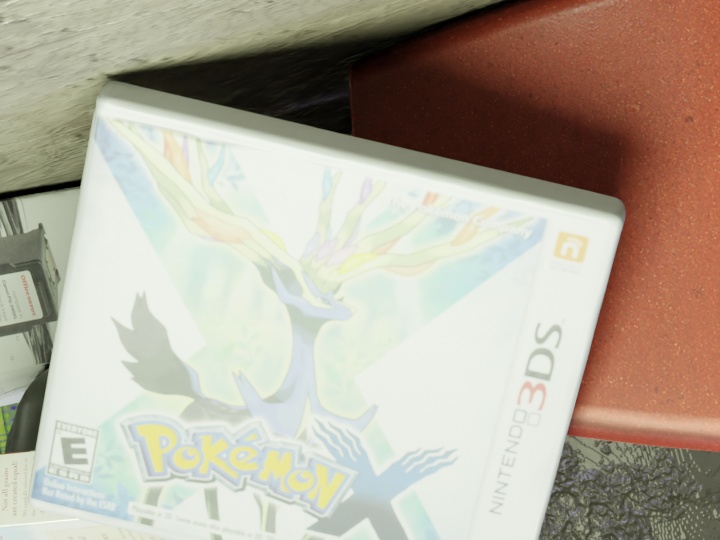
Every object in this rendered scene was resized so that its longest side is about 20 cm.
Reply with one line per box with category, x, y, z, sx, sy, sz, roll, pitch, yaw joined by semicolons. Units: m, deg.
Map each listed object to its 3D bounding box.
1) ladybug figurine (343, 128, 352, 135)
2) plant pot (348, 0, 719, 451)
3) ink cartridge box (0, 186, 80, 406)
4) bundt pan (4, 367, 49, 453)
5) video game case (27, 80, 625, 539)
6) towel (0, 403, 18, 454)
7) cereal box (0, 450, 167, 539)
ladybug figurine;0.033;-0.022;1.382;0.200;0.136;0.072;-23;-153;-10
plant pot;0.091;-0.019;1.239;0.176;0.200;0.200;-4;176;7
ink cartridge box;-0.200;0.024;1.372;0.200;0.084;0.145;-12;174;-40
bundt pan;-0.067;0.080;1.332;0.201;0.076;0.202;-3;156;-1
video game case;-0.017;0.034;1.139;0.200;0.183;0.022;13;-153;1
towel;-0.112;0.050;1.675;0.200;0.144;0.023;-14;157;5
cereal box;-0.060;0.109;1.259;0.199;0.040;0.144;-5;155;8
